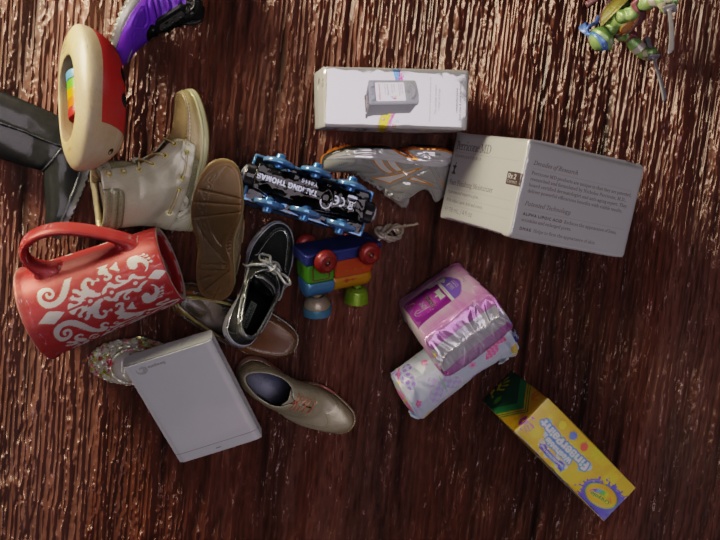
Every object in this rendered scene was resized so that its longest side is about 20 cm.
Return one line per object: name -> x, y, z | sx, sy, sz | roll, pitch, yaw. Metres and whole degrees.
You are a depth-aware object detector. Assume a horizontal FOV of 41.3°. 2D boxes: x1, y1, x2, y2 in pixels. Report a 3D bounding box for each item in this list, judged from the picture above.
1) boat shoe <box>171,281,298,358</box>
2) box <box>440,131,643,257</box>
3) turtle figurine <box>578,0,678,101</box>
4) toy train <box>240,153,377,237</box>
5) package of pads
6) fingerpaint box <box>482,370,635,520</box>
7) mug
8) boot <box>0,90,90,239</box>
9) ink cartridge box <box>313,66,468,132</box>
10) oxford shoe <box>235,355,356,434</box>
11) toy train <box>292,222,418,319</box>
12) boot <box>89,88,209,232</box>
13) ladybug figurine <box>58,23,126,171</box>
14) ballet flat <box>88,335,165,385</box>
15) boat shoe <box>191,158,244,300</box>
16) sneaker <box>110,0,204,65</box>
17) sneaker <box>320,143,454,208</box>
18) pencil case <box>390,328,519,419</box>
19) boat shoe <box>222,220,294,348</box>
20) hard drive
boat shoe -> -0.182, 0.082, 1.388 | 0.199, 0.068, 0.072 | 21, 94, -11
box -> 0.250, -0.110, 1.345 | 0.199, 0.199, 0.132 | 9, 96, -25
turtle figurine -> 0.442, -0.370, 1.392 | 0.194, 0.200, 0.144 | -51, 136, -4
toy train -> -0.076, -0.107, 1.356 | 0.198, 0.114, 0.087 | 16, 87, -11
package of pads -> 0.132, 0.066, 1.370 | 0.120, 0.200, 0.076 | -34, 107, 0
fingerpaint box -> 0.296, 0.259, 1.440 | 0.073, 0.167, 0.200 | -45, 101, -1
mug -> -0.354, 0.017, 1.290 | 0.199, 0.178, 0.134 | -20, 65, 0
boot -> -0.473, -0.152, 1.307 | 0.199, 0.066, 0.166 | 21, 82, -17
ink cartridge box -> 0.039, -0.237, 1.340 | 0.198, 0.148, 0.086 | -1, 97, -8
oxford shoe -> -0.095, 0.196, 1.415 | 0.199, 0.074, 0.071 | 25, 93, -11
toy train -> 0.000, 0.000, 1.410 | 0.199, 0.085, 0.117 | -11, 117, -25
boot -> -0.292, -0.152, 1.316 | 0.154, 0.072, 0.202 | -2, 103, -29
ladybug figurine -> -0.352, -0.228, 1.257 | 0.071, 0.135, 0.202 | 1, 79, -30
ballet flat -> -0.294, 0.137, 1.381 | 0.198, 0.064, 0.076 | 3, 98, -9
boat shoe -> -0.198, -0.062, 1.338 | 0.071, 0.065, 0.202 | 9, 109, 1
sneaker -> -0.267, -0.358, 1.314 | 0.099, 0.070, 0.201 | 29, 93, -14
sneaker -> 0.039, -0.137, 1.394 | 0.198, 0.076, 0.093 | 1, 102, -8
pencil case -> 0.142, 0.138, 1.442 | 0.199, 0.083, 0.091 | -34, 123, -4
boat shoe -> -0.136, 0.012, 1.349 | 0.073, 0.068, 0.200 | 33, 62, -16
hard drive -> -0.236, 0.184, 1.365 | 0.131, 0.027, 0.201 | -17, 125, 4
